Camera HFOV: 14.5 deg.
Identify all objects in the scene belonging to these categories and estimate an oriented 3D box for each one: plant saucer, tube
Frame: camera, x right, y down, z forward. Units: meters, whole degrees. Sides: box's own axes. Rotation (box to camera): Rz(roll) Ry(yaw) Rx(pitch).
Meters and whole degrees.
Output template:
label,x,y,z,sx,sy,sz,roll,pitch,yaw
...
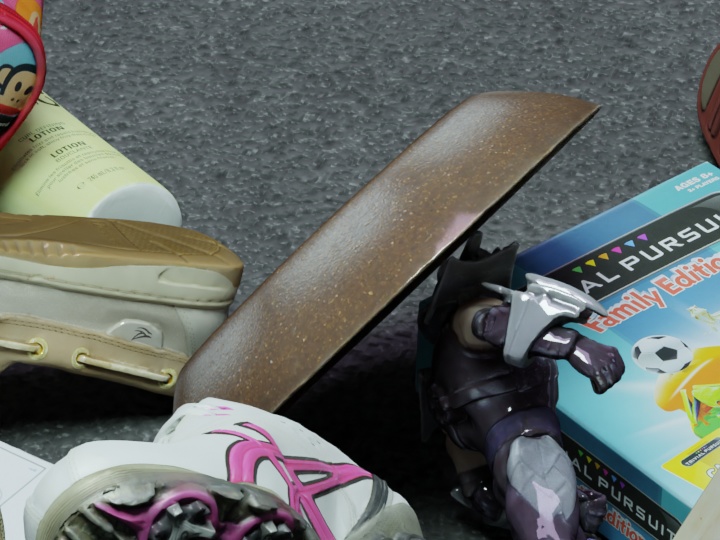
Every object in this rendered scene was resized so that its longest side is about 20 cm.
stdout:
label,x,y,z,sx,sy,sz,roll,pitch,yaw
plant saucer,0.000,0.000,0.983,0.037,0.200,0.200,47,48,1
tube,-0.149,-0.054,1.170,0.058,0.052,0.200,23,9,-45

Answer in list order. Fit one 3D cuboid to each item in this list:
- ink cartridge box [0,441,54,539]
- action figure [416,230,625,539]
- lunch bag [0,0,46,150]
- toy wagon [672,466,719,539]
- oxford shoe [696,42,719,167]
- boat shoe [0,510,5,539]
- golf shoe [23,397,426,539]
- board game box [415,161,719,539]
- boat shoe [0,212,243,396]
label,x,y,z,sx,sy,sz,roll,pitch,yaw
ink cartridge box,-0.200,0.112,0.951,0.174,0.044,0.200,23,42,26
action figure,0.060,0.072,0.947,0.069,0.130,0.200,-14,55,-1
lunch bag,-0.239,-0.082,1.083,0.200,0.176,0.082,29,29,-28
toy wagon,0.194,0.112,0.854,0.200,0.040,0.155,23,47,19
oxford shoe,0.216,-0.038,1.153,0.075,0.070,0.200,6,26,-40
boat shoe,-0.144,0.092,0.873,0.075,0.075,0.202,-32,49,-12
golf shoe,-0.045,0.077,0.833,0.073,0.200,0.092,-47,61,9
board game box,0.141,0.047,1.037,0.151,0.047,0.200,-25,44,-30
boat shoe,-0.143,0.015,1.032,0.200,0.069,0.074,6,14,-17
